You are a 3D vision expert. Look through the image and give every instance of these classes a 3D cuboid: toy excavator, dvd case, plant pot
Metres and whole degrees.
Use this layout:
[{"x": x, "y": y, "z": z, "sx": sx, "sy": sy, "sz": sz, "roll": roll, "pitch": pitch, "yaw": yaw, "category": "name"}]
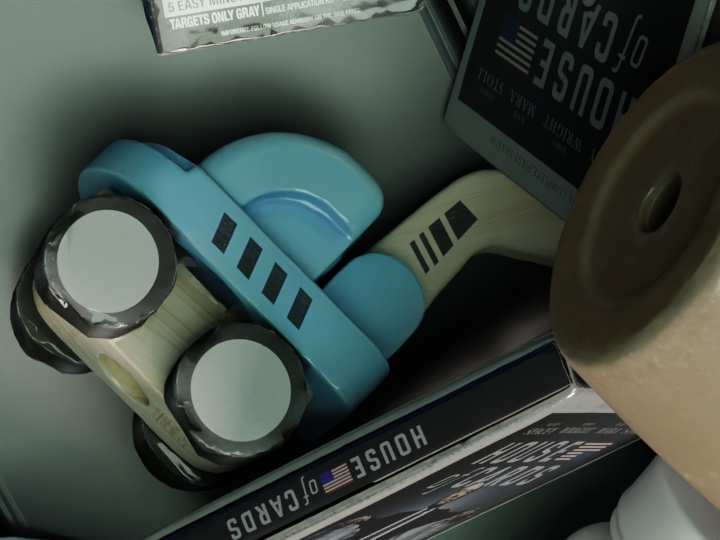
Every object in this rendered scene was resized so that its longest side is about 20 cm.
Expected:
[{"x": 0.000, "y": 0.000, "z": 1.020, "sx": 0.194, "sy": 0.100, "sz": 0.200, "roll": 44, "pitch": 73, "yaw": -1, "category": "toy excavator"}, {"x": 0.016, "y": 0.076, "z": 0.992, "sx": 0.199, "sy": 0.150, "sz": 0.025, "roll": -27, "pitch": 76, "yaw": 22, "category": "dvd case"}, {"x": 0.095, "y": -0.118, "z": 0.965, "sx": 0.025, "sy": 0.150, "sz": 0.201, "roll": 9, "pitch": 108, "yaw": -28, "category": "dvd case"}, {"x": 0.157, "y": 0.018, "z": 0.874, "sx": 0.174, "sy": 0.200, "sz": 0.201, "roll": 27, "pitch": 103, "yaw": -21, "category": "plant pot"}]

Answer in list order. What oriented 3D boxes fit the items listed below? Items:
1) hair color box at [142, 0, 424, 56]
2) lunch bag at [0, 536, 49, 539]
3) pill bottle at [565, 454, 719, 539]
[{"x": -0.042, "y": -0.184, "z": 0.971, "sx": 0.100, "sy": 0.061, "sz": 0.201, "roll": -11, "pitch": 109, "yaw": -5, "category": "hair color box"}, {"x": -0.100, "y": 0.209, "z": 1.064, "sx": 0.199, "sy": 0.127, "sz": 0.170, "roll": 23, "pitch": 104, "yaw": -8, "category": "lunch bag"}, {"x": 0.098, "y": 0.170, "z": 1.064, "sx": 0.114, "sy": 0.114, "sz": 0.200, "roll": 28, "pitch": 114, "yaw": -16, "category": "pill bottle"}]
